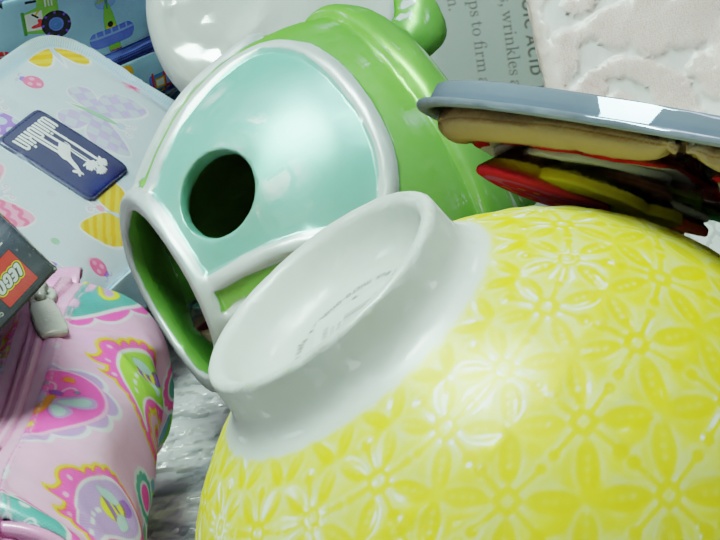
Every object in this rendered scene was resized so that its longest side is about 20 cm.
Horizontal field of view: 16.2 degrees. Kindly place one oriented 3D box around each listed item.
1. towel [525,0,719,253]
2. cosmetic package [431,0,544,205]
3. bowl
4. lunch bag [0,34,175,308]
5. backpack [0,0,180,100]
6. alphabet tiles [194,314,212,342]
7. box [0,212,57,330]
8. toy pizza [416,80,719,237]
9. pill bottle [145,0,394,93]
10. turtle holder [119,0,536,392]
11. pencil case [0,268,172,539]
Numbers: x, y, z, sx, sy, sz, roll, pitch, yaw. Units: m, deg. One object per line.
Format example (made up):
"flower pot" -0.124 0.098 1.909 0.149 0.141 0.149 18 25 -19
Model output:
"towel" 0.166 -0.065 0.920 0.198 0.193 0.032 -11 -12 5
"cosmetic package" 0.126 -0.109 1.053 0.198 0.166 0.165 -7 19 6
"bowl" 0.020 0.044 0.708 0.200 0.108 0.200 -35 20 15
"lunch bag" -0.161 -0.016 1.045 0.199 0.128 0.170 4 28 28
"backpack" -0.147 -0.102 1.202 0.182 0.136 0.199 -27 15 -39
"alphabet tiles" 0.033 0.011 1.033 0.199 0.008 0.167 2 25 32
"box" -0.189 0.053 0.836 0.200 0.040 0.137 -47 15 -6
"toy pizza" 0.112 -0.023 0.771 0.198 0.032 0.200 11 0 0
"pill bottle" -0.023 -0.097 1.113 0.111 0.113 0.200 -10 -10 6
"turtle holder" -0.004 0.000 0.920 0.131 0.187 0.141 -25 -5 -20
"pencil case" -0.109 0.071 0.829 0.087 0.088 0.200 -9 22 7
